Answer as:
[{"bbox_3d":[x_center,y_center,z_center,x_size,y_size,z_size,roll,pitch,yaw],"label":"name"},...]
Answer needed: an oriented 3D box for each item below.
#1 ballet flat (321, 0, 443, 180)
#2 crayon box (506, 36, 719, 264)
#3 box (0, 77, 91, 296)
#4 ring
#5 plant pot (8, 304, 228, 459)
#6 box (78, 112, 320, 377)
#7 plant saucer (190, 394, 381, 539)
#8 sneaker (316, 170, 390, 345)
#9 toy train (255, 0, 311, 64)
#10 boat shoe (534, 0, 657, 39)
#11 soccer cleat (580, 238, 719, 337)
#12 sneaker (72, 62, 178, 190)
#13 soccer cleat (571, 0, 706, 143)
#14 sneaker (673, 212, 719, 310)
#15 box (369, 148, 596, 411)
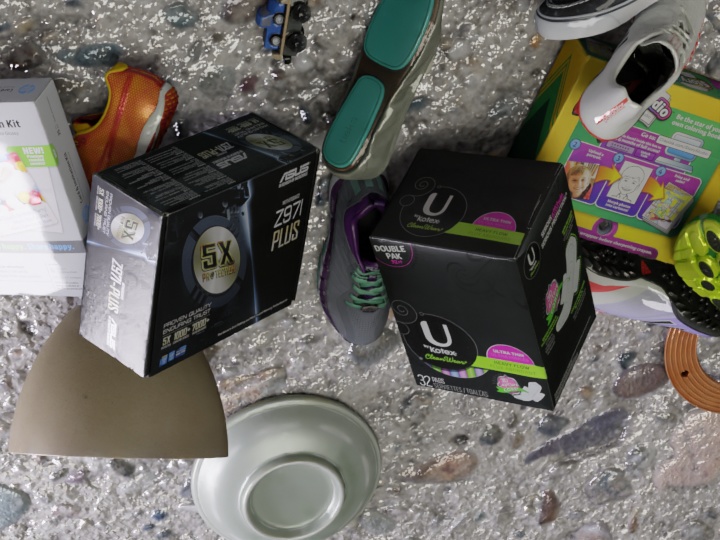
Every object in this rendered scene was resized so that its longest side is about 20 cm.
[{"bbox_3d":[0.028,-0.171,1.536,0.063,0.067,0.201,9,111,-53],"label":"ballet flat"},{"bbox_3d":[0.249,-0.111,1.630,0.199,0.058,0.173,15,117,-22],"label":"crayon box"},{"bbox_3d":[-0.308,-0.068,1.492,0.155,0.041,0.201,1,126,19],"label":"box"},{"bbox_3d":[0.408,0.064,1.809,0.199,0.019,0.202,-6,124,-9],"label":"ring"},{"bbox_3d":[-0.219,0.101,1.595,0.198,0.200,0.136,2,85,-15],"label":"plant pot"},{"bbox_3d":[-0.138,-0.025,1.512,0.199,0.086,0.165,-26,137,-46],"label":"box"},{"bbox_3d":[-0.072,0.220,1.774,0.198,0.050,0.201,-7,125,-10],"label":"plant saucer"},{"bbox_3d":[0.000,0.000,1.623,0.074,0.088,0.201,-8,124,-8],"label":"sneaker"},{"bbox_3d":[-0.059,-0.266,1.466,0.045,0.034,0.201,2,122,-11],"label":"toy train"},{"bbox_3d":[0.238,-0.267,1.516,0.199,0.072,0.068,-24,127,-1],"label":"boat shoe"},{"bbox_3d":[0.274,0.021,1.723,0.199,0.069,0.073,22,143,-23],"label":"soccer cleat"},{"bbox_3d":[-0.223,-0.094,1.530,0.077,0.073,0.201,27,116,2],"label":"sneaker"},{"bbox_3d":[0.257,-0.190,1.515,0.069,0.085,0.200,44,61,-8],"label":"soccer cleat"},{"bbox_3d":[0.360,-0.011,1.684,0.200,0.074,0.084,39,63,-50],"label":"sneaker"},{"bbox_3d":[0.115,0.008,1.587,0.147,0.125,0.201,9,138,27],"label":"box"}]
